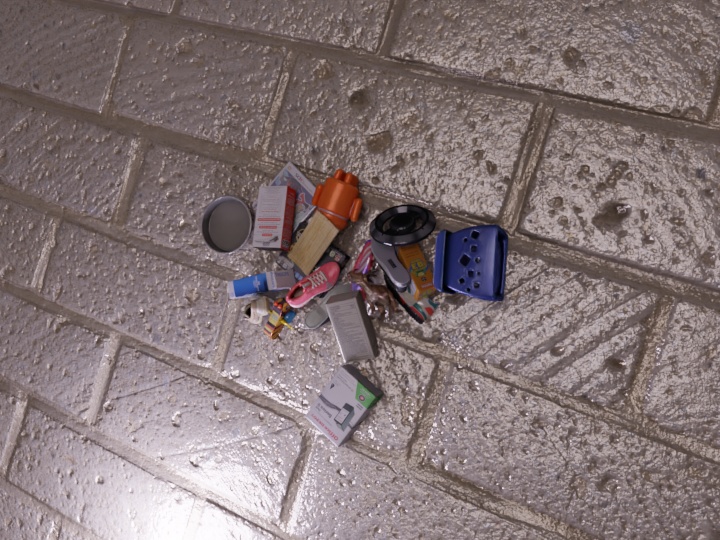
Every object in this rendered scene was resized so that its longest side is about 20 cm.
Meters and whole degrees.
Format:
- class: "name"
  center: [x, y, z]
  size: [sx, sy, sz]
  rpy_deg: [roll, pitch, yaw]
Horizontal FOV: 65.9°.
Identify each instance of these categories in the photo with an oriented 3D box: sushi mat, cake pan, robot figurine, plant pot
- class: "sushi mat"
  center: [-0.147, -0.084, 1.720]
  size: [0.096, 0.012, 0.201]
  rpy_deg: [46, 120, 15]
- class: "cake pan"
  center: [-0.451, -0.154, 1.894]
  size: [0.198, 0.037, 0.203]
  rpy_deg: [-1, 86, 18]
- class: "robot figurine"
  center: [-0.075, -0.212, 1.737]
  size: [0.143, 0.117, 0.202]
  rpy_deg: [20, 93, -17]
- class: "plant pot"
  center: [0.308, -0.020, 1.561]
  size: [0.178, 0.200, 0.202]
  rpy_deg: [3, 88, 24]

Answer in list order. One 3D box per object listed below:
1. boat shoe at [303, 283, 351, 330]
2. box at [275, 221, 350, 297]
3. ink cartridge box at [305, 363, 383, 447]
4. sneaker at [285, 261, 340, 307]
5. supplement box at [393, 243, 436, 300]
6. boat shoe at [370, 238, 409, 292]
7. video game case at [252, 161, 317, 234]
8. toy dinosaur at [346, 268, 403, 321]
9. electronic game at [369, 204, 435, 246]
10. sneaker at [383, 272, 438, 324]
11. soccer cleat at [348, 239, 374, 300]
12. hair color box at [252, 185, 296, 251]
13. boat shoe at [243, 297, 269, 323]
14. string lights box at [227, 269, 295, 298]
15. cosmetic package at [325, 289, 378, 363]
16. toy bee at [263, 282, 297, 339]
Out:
- class: "boat shoe"
  center: [-0.094, 0.113, 1.745]
  size: [0.199, 0.060, 0.076]
  rpy_deg: [-33, 80, -8]
- class: "box"
  center: [-0.155, -0.035, 1.784]
  size: [0.199, 0.049, 0.162]
  rpy_deg: [38, 102, 17]
- class: "ink cartridge box"
  center: [-0.050, 0.412, 1.699]
  size: [0.146, 0.084, 0.201]
  rpy_deg: [38, 98, 17]
- class: "sneaker"
  center: [-0.144, 0.045, 1.698]
  size: [0.200, 0.087, 0.074]
  rpy_deg: [-38, 78, 3]
- class: "supplement box"
  center: [0.157, -0.017, 1.642]
  size: [0.066, 0.069, 0.201]
  rpy_deg: [-18, 67, -13]
- class: "boat shoe"
  center: [0.084, -0.018, 1.653]
  size: [0.068, 0.057, 0.201]
  rpy_deg: [-18, 55, -15]
- class: "video game case"
  center: [-0.239, -0.228, 1.838]
  size: [0.182, 0.023, 0.200]
  rpy_deg: [46, 100, 16]
- class: "toy dinosaur"
  center: [0.055, 0.067, 1.659]
  size: [0.085, 0.200, 0.136]
  rpy_deg: [-34, 46, 15]
- class: "electronic game"
  center: [0.124, -0.135, 1.646]
  size: [0.198, 0.201, 0.042]
  rpy_deg: [2, 130, 18]
- class: "sneaker"
  center: [0.154, 0.062, 1.678]
  size: [0.093, 0.071, 0.200]
  rpy_deg: [-35, 68, -13]
- class: "soccer cleat"
  center: [0.000, 0.000, 1.712]
  size: [0.076, 0.067, 0.202]
  rpy_deg: [8, 84, 4]
- class: "hair color box"
  center: [-0.277, -0.167, 1.791]
  size: [0.110, 0.064, 0.202]
  rpy_deg: [3, 82, 25]
- class: "boat shoe"
  center: [-0.342, 0.128, 1.766]
  size: [0.064, 0.200, 0.073]
  rpy_deg: [-4, 78, -24]
- class: "string lights box"
  center: [-0.317, 0.043, 1.778]
  size: [0.198, 0.102, 0.060]
  rpy_deg: [-12, 86, 31]
- class: "cosmetic package"
  center: [-0.024, 0.169, 1.676]
  size: [0.102, 0.073, 0.202]
  rpy_deg: [-12, 106, 16]
- class: "toy bee"
  center: [-0.261, 0.127, 1.776]
  size: [0.130, 0.109, 0.202]
  rpy_deg: [13, 90, 20]
